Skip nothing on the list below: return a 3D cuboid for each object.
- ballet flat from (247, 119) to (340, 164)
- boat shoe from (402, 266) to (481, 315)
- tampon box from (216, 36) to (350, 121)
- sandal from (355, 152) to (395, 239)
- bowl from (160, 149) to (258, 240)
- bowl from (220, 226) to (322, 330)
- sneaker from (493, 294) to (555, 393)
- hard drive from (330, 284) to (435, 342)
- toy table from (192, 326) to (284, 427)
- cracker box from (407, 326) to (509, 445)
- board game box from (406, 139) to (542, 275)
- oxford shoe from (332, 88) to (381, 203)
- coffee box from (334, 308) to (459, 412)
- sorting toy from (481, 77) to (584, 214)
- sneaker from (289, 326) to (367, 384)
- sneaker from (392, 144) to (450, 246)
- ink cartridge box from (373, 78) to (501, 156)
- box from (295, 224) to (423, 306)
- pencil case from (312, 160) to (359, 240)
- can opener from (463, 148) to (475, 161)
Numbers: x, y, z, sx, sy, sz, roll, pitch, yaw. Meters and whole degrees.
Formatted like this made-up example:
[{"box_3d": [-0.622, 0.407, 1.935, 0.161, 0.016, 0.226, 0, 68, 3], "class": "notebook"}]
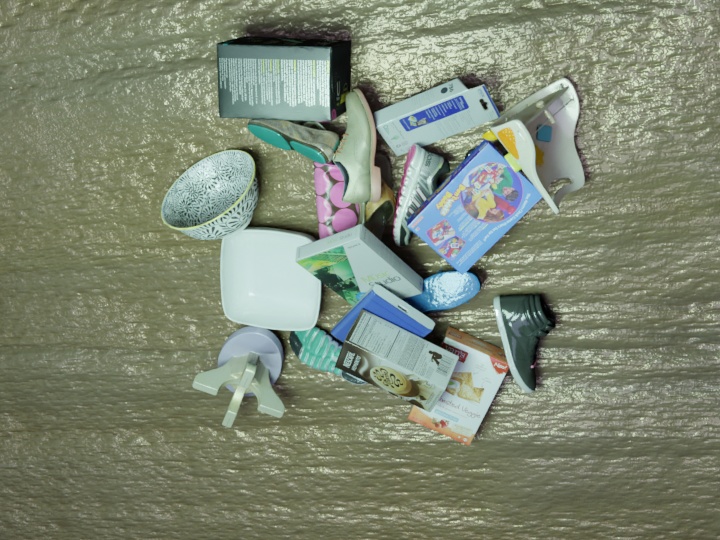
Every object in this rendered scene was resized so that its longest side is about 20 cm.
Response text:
[{"box_3d": [-0.115, -0.248, 1.518, 0.200, 0.068, 0.067, 26, 73, 29], "class": "ballet flat"}, {"box_3d": [0.133, 0.040, 1.574, 0.200, 0.069, 0.084, -16, 93, 23], "class": "boat shoe"}, {"box_3d": [-0.128, -0.332, 1.450, 0.200, 0.150, 0.126, 5, 110, 12], "class": "tampon box"}, {"box_3d": [0.031, -0.111, 1.513, 0.054, 0.080, 0.200, 10, 93, 45], "class": "sandal"}, {"box_3d": [-0.261, -0.122, 1.562, 0.201, 0.201, 0.094, -16, 134, 18], "class": "bowl"}, {"box_3d": [-0.165, 0.008, 1.625, 0.200, 0.075, 0.200, 7, 111, 12], "class": "bowl"}, {"box_3d": [0.321, 0.133, 1.558, 0.099, 0.071, 0.200, -14, 102, 23], "class": "sneaker"}, {"box_3d": [0.038, 0.109, 1.581, 0.132, 0.025, 0.200, 34, 145, -6], "class": "hard drive"}, {"box_3d": [-0.228, 0.216, 1.662, 0.184, 0.117, 0.200, 12, 131, 1], "class": "toy table"}, {"box_3d": [0.191, 0.225, 1.630, 0.134, 0.058, 0.200, 23, 113, 4], "class": "cracker box"}, {"box_3d": [0.196, -0.108, 1.449, 0.134, 0.045, 0.200, 41, 108, -11], "class": "board game box"}, {"box_3d": [-0.012, -0.214, 1.446, 0.074, 0.071, 0.200, -8, 88, -11], "class": "oxford shoe"}, {"box_3d": [0.065, 0.167, 1.542, 0.200, 0.080, 0.113, 25, 147, 5], "class": "coffee box"}, {"box_3d": [0.306, -0.192, 1.394, 0.107, 0.200, 0.180, -22, 104, 46], "class": "sorting toy"}, {"box_3d": [-0.051, 0.174, 1.667, 0.200, 0.088, 0.074, 29, 89, 26], "class": "sneaker"}, {"box_3d": [0.111, -0.126, 1.511, 0.087, 0.074, 0.200, 11, 119, -3], "class": "sneaker"}, {"box_3d": [0.132, -0.268, 1.445, 0.200, 0.039, 0.099, -17, 148, 18], "class": "ink cartridge box"}, {"box_3d": [0.000, 0.000, 1.506, 0.144, 0.036, 0.200, -19, 139, 32], "class": "box"}, {"box_3d": [-0.033, -0.112, 1.544, 0.094, 0.091, 0.200, -3, 107, 9], "class": "pencil case"}, {"box_3d": [0.191, -0.121, 1.505, 0.063, 0.079, 0.200, 34, 130, 49], "class": "can opener"}]
